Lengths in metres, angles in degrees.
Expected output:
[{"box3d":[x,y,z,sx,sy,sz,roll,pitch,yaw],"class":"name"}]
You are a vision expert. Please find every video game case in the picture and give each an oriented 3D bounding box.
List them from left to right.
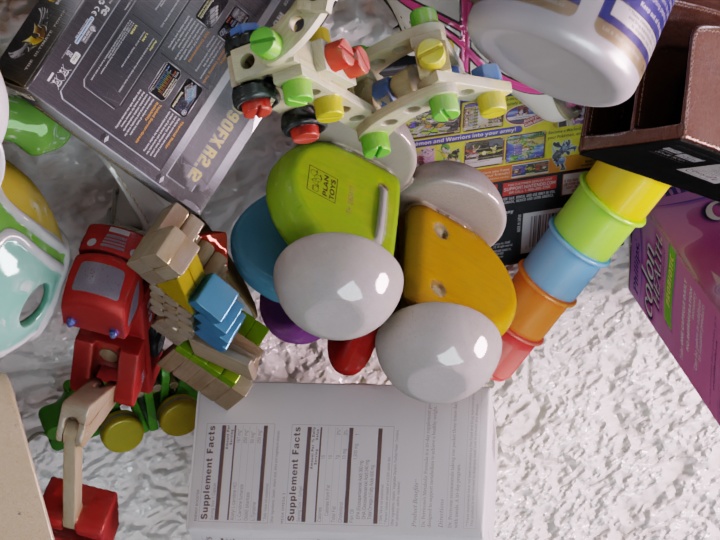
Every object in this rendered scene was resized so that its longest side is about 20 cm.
[{"box3d":[0.095,-0.081,1.813,0.199,0.026,0.181,-9,127,-15],"class":"video game case"}]

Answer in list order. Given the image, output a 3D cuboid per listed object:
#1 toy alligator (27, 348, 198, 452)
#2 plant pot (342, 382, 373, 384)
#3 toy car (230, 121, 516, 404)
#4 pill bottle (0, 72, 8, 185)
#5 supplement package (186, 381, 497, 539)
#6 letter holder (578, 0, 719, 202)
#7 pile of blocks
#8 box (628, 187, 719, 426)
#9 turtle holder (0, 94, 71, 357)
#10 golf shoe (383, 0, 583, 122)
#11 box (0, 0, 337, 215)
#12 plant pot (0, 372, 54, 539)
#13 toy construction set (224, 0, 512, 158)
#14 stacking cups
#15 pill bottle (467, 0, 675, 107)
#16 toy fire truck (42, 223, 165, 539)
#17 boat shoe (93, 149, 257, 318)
[{"box3d":[-0.179,0.090,1.802,0.199,0.059,0.054,-15,128,-12],"class":"toy alligator"},{"box3d":[0.000,0.198,1.891,0.200,0.200,0.142,-24,159,-4],"class":"plant pot"},{"box3d":[0.000,0.000,1.724,0.200,0.175,0.150,33,133,-29],"class":"toy car"},{"box3d":[-0.268,-0.111,1.530,0.111,0.200,0.112,-10,127,-14],"class":"pill bottle"},{"box3d":[-0.010,0.146,1.773,0.199,0.110,0.114,1,155,6],"class":"supplement package"},{"box3d":[0.261,-0.126,1.757,0.200,0.100,0.143,16,77,-36],"class":"letter holder"},{"box3d":[-0.092,0.018,1.671,0.062,0.082,0.200,-59,162,-22],"class":"pile of blocks"},{"box3d":[0.310,0.015,1.855,0.175,0.200,0.097,-12,127,-13],"class":"box"},{"box3d":[-0.255,-0.026,1.651,0.131,0.141,0.186,17,80,-31],"class":"turtle holder"},{"box3d":[0.070,-0.165,1.714,0.092,0.073,0.200,-28,122,31],"class":"golf shoe"},{"box3d":[-0.110,-0.159,1.615,0.158,0.048,0.200,36,84,-38],"class":"box"},{"box3d":[-0.301,0.153,1.673,0.177,0.200,0.200,-16,94,-17],"class":"plant pot"},{"box3d":[-0.006,-0.133,1.584,0.131,0.092,0.200,-17,146,23],"class":"toy construction set"},{"box3d":[0.147,-0.006,1.838,0.060,0.061,0.200,18,119,-31],"class":"stacking cups"},{"box3d":[0.155,-0.214,1.637,0.116,0.116,0.200,36,73,-37],"class":"pill bottle"},{"box3d":[-0.173,0.080,1.708,0.049,0.141,0.200,14,145,9],"class":"toy fire truck"},{"box3d":[-0.138,-0.020,1.732,0.069,0.071,0.200,-29,129,2],"class":"boat shoe"}]
